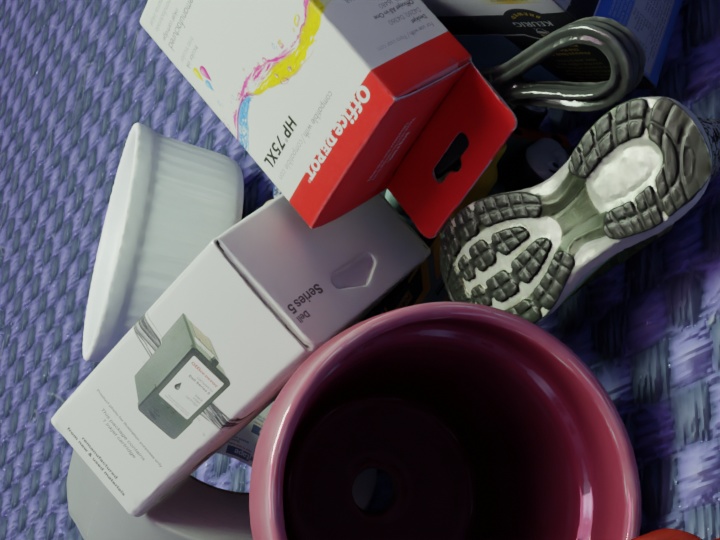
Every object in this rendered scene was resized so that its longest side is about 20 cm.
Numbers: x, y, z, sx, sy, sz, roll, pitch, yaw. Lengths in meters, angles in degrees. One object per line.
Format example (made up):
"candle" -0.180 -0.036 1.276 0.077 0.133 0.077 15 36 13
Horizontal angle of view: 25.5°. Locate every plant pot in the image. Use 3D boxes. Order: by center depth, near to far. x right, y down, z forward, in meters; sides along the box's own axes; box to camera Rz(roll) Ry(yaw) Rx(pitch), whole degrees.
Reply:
"plant pot" 0.030 0.124 0.874 0.179 0.198 0.202 153 127 -75

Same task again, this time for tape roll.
"tape roll" -0.092 0.133 1.057 0.201 0.198 0.067 -111 32 -48

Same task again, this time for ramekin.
"ramekin" -0.165 -0.015 1.336 0.200 0.097 0.203 -167 90 -76

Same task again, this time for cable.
"cable" 0.074 -0.097 0.863 0.200 0.050 0.098 -35 83 46

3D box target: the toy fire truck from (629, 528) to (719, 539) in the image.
"toy fire truck" 0.160 0.196 0.690 0.200 0.111 0.169 -43 66 47

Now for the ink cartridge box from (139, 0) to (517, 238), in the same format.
"ink cartridge box" -0.021 -0.109 0.859 0.200 0.067 0.116 49 139 12

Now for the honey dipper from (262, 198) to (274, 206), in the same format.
"honey dipper" -0.026 -0.106 1.229 0.201 0.038 0.038 -58 33 36

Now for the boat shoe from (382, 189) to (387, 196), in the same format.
"boat shoe" 0.000 0.000 1.073 0.202 0.062 0.072 -67 19 0

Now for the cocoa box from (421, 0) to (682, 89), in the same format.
"cocoa box" 0.075 -0.189 0.902 0.199 0.131 0.135 8 75 44

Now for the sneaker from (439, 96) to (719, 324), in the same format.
"sneaker" 0.126 -0.025 0.858 0.199 0.088 0.078 -33 74 41

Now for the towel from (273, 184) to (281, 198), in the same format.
"towel" -0.002 -0.155 1.037 0.024 0.200 0.146 23 136 23

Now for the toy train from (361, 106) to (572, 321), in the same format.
"toy train" 0.064 -0.015 0.977 0.201 0.085 0.114 -56 46 30

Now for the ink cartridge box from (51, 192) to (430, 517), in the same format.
"ink cartridge box" -0.071 0.038 0.948 0.200 0.084 0.145 -44 -3 38
